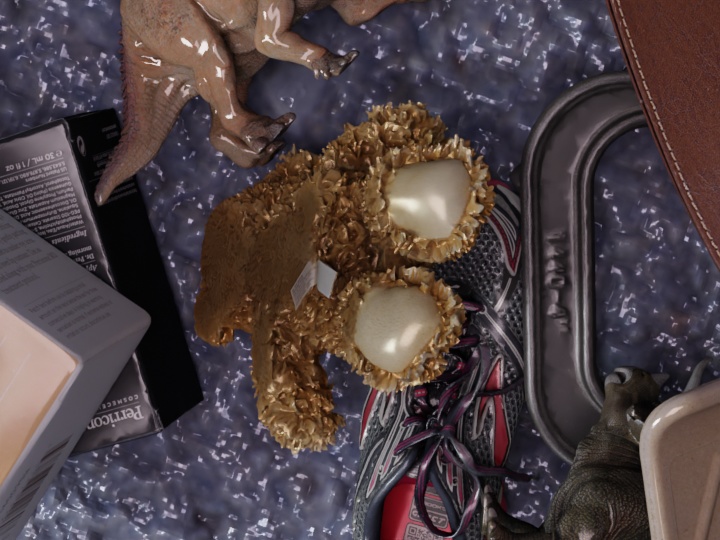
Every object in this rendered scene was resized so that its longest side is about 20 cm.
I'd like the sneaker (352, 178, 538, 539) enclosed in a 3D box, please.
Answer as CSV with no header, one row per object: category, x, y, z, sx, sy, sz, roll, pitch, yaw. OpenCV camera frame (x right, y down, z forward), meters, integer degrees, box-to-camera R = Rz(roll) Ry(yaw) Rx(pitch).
sneaker,0.039,0.058,1.224,0.080,0.075,0.201,6,100,11

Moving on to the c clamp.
c clamp,0.149,0.010,1.209,0.170,0.027,0.201,-8,101,-1

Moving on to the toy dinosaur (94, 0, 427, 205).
toy dinosaur,-0.058,-0.124,1.208,0.136,0.086,0.200,46,106,1

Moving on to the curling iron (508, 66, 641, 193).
curling iron,0.135,-0.104,1.199,0.050,0.026,0.200,39,107,-20

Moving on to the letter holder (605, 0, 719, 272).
letter holder,0.172,-0.085,1.125,0.142,0.101,0.201,-25,105,-1

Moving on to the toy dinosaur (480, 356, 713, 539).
toy dinosaur,0.100,0.134,1.154,0.102,0.077,0.201,-1,83,-1

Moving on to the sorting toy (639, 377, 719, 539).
sorting toy,0.185,0.122,1.163,0.036,0.184,0.201,11,112,49

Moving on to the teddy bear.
teddy bear,0.000,0.000,1.172,0.066,0.200,0.146,10,70,-26

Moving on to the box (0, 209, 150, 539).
box,-0.216,0.032,1.179,0.200,0.106,0.153,34,104,5

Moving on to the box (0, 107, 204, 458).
box,-0.188,0.025,1.265,0.199,0.079,0.142,-16,92,14
